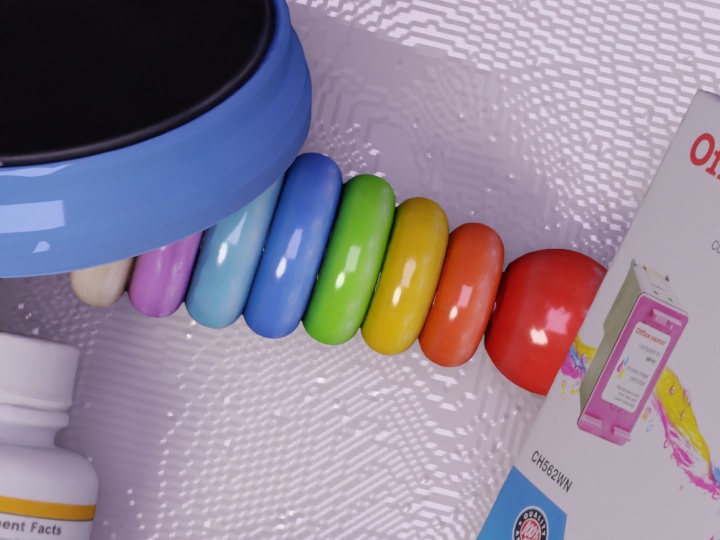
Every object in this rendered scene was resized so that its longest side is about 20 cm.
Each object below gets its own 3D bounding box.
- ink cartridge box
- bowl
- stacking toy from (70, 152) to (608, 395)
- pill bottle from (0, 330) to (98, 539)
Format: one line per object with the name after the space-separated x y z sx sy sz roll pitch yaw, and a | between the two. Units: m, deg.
0.136 0.055 1.004 0.085 0.145 0.200 22 98 -30 | ink cartridge box
-0.117 -0.069 1.018 0.200 0.201 0.039 -1 124 1 | bowl
0.000 0.000 1.069 0.200 0.085 0.085 18 88 -2 | stacking toy
-0.156 0.118 1.050 0.109 0.109 0.200 11 88 2 | pill bottle
